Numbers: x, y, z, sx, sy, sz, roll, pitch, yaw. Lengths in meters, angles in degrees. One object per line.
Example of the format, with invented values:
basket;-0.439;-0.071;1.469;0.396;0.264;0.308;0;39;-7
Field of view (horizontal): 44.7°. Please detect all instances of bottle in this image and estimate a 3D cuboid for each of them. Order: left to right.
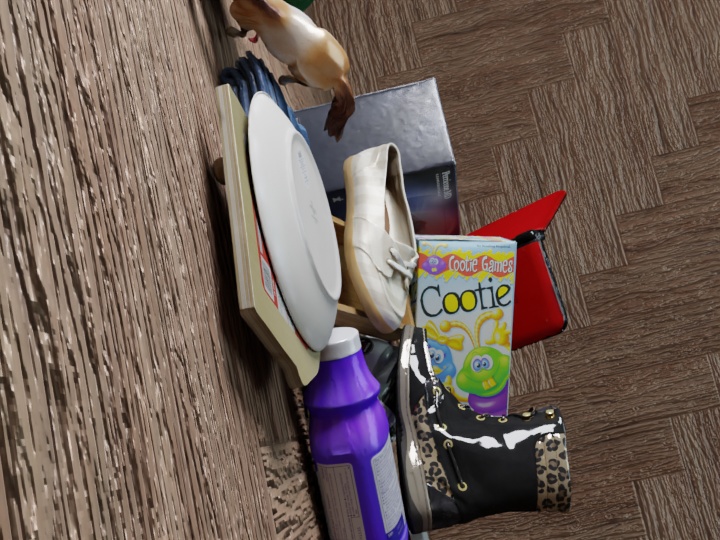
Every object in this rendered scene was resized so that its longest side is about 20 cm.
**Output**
bottle;-0.007;0.149;0.733;0.084;0.065;0.201;-58;138;-74

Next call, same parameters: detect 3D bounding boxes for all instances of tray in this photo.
tray;-0.018;0.005;0.834;0.200;0.037;0.099;20;53;-56

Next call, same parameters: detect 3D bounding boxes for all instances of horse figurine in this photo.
horse figurine;-0.066;-0.196;0.751;0.200;0.050;0.132;42;-8;-20

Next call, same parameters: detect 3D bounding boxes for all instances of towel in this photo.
towel;-0.077;-0.111;0.812;0.200;0.048;0.112;65;14;-78

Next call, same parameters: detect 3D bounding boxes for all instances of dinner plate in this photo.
dinner plate;-0.043;-0.039;0.667;0.200;0.024;0.201;-14;90;-83

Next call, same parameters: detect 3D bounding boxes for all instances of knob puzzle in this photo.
knob puzzle;-0.068;-0.005;0.637;0.220;0.030;0.220;-15;90;-84

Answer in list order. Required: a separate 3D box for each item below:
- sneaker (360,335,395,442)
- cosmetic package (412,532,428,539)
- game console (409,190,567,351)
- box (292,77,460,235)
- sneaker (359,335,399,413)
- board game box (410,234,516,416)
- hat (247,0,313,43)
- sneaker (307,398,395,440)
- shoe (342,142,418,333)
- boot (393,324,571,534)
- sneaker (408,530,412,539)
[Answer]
sneaker;0.015;0.156;1.075;0.200;0.080;0.147;91;-18;-79
cosmetic package;0.053;0.366;0.985;0.200;0.074;0.102;-102;178;-51
game console;0.169;0.016;1.062;0.118;0.200;0.173;-4;73;-46
box;0.012;-0.109;1.048;0.200;0.198;0.124;68;9;-68
sneaker;0.001;0.130;0.974;0.074;0.088;0.200;-53;160;-35
board game box;0.105;0.064;0.946;0.105;0.103;0.201;-88;180;-85
hat;-0.102;-0.248;0.836;0.166;0.200;0.176;47;-52;22
sneaker;-0.012;0.125;0.864;0.200;0.075;0.081;73;-4;-59
shoe;0.021;-0.037;0.838;0.070;0.053;0.201;33;42;-50
boot;0.108;0.141;0.816;0.073;0.150;0.201;87;0;-54
sneaker;0.023;0.277;0.832;0.202;0.067;0.108;-103;176;-64
